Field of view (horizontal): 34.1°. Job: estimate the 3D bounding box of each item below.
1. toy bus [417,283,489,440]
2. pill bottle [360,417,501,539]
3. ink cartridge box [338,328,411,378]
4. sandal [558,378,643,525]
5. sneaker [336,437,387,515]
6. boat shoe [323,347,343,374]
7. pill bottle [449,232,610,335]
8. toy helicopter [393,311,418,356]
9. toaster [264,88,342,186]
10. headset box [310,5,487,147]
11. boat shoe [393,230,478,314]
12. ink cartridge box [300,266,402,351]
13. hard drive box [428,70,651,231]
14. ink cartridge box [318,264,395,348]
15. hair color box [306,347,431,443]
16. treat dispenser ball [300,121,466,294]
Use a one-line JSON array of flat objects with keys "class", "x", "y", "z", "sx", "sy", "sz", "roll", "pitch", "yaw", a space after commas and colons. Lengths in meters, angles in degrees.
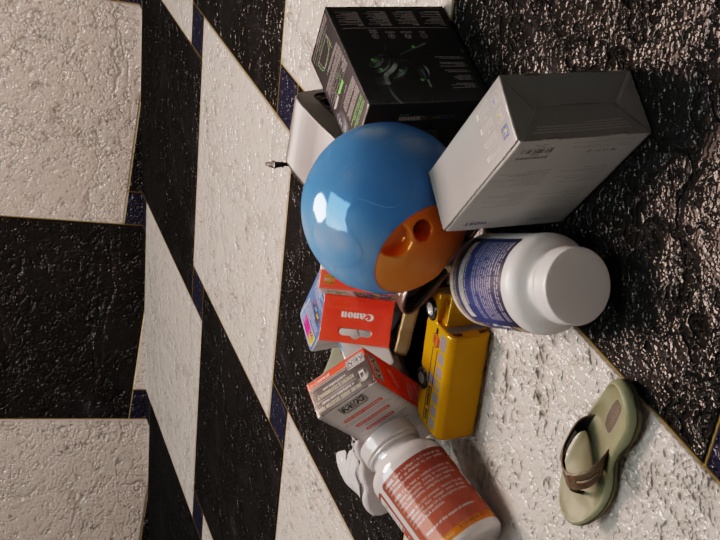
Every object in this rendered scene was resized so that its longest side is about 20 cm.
[{"class": "toy bus", "x": 0.123, "y": 0.119, "z": 1.559, "sx": 0.078, "sy": 0.064, "sz": 0.202, "roll": -129, "pitch": 39, "yaw": -54}, {"class": "pill bottle", "x": 0.089, "y": 0.298, "z": 1.570, "sx": 0.200, "sy": 0.111, "sz": 0.113, "roll": 51, "pitch": 144, "yaw": 29}, {"class": "ink cartridge box", "x": 0.031, "y": 0.148, "z": 1.734, "sx": 0.200, "sy": 0.067, "sz": 0.117, "roll": 60, "pitch": -173, "yaw": -54}, {"class": "sandal", "x": 0.246, "y": 0.195, "z": 1.273, "sx": 0.080, "sy": 0.057, "sz": 0.202, "roll": -119, "pitch": 31, "yaw": -45}, {"class": "sneaker", "x": 0.005, "y": 0.283, "z": 1.887, "sx": 0.115, "sy": 0.074, "sz": 0.202, "roll": -158, "pitch": 61, "yaw": -63}, {"class": "boat shoe", "x": -0.014, "y": 0.153, "z": 1.867, "sx": 0.072, "sy": 0.069, "sz": 0.202, "roll": 58, "pitch": -149, "yaw": -46}, {"class": "pill bottle", "x": 0.188, "y": 0.014, "z": 1.303, "sx": 0.200, "sy": 0.110, "sz": 0.112, "roll": -176, "pitch": 81, "yaw": -69}, {"class": "toy helicopter", "x": 0.077, "y": 0.022, "z": 1.630, "sx": 0.132, "sy": 0.078, "sz": 0.202, "roll": -90, "pitch": 14, "yaw": -70}, {"class": "toaster", "x": 0.002, "y": -0.161, "z": 1.597, "sx": 0.181, "sy": 0.198, "sz": 0.120, "roll": 48, "pitch": 140, "yaw": 42}, {"class": "headset box", "x": 0.052, "y": -0.240, "z": 1.503, "sx": 0.093, "sy": 0.173, "sz": 0.201, "roll": 110, "pitch": 146, "yaw": -47}, {"class": "boat shoe", "x": 0.106, "y": -0.025, "z": 1.486, "sx": 0.200, "sy": 0.072, "sz": 0.072, "roll": -49, "pitch": 31, "yaw": 24}, {"class": "ink cartridge box", "x": 0.001, "y": 0.035, "z": 1.751, "sx": 0.200, "sy": 0.135, "sz": 0.077, "roll": 120, "pitch": 136, "yaw": -55}, {"class": "hard drive box", "x": 0.181, "y": -0.121, "z": 1.228, "sx": 0.200, "sy": 0.154, "sz": 0.077, "roll": 127, "pitch": 133, "yaw": -59}, {"class": "ink cartridge box", "x": 0.000, "y": 0.000, "z": 1.636, "sx": 0.050, "sy": 0.108, "sz": 0.202, "roll": 59, "pitch": -143, "yaw": -76}, {"class": "hair color box", "x": 0.025, "y": 0.187, "z": 1.628, "sx": 0.101, "sy": 0.200, "sz": 0.062, "roll": -34, "pitch": 53, "yaw": 15}, {"class": "treat dispenser ball", "x": 0.030, "y": -0.073, "z": 1.381, "sx": 0.201, "sy": 0.199, "sz": 0.203, "roll": 174, "pitch": 90, "yaw": -69}]
